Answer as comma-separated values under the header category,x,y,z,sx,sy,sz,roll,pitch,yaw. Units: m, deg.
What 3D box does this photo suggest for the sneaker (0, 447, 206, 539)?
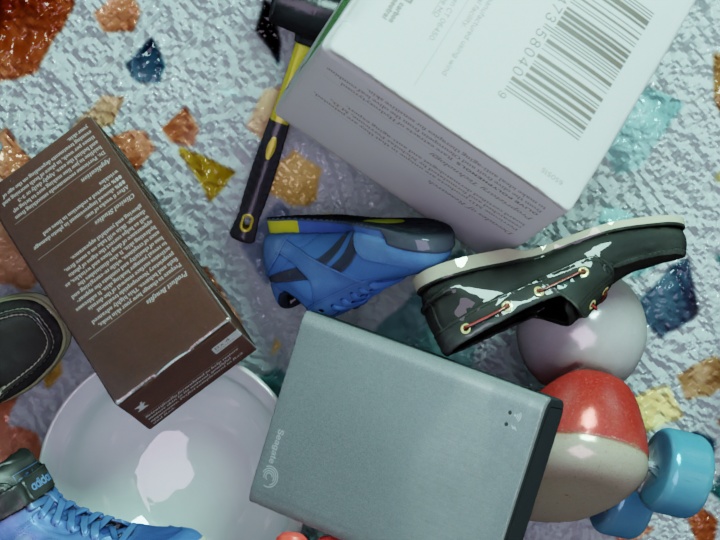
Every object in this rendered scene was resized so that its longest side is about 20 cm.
category,x,y,z,sx,sy,sz,roll,pitch,yaw
sneaker,-0.209,0.177,1.527,0.199,0.077,0.112,-12,96,17

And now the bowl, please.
category,x,y,z,sx,sy,sz,roll,pitch,yaw
bowl,-0.129,0.154,1.599,0.200,0.090,0.203,0,89,9

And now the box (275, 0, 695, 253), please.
category,x,y,z,sx,sy,sz,roll,pitch,yaw
box,0.084,-0.151,1.491,0.199,0.171,0.200,33,73,-4

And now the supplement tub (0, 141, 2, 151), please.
category,x,y,z,sx,sy,sz,roll,pitch,yaw
supplement tub,-0.348,-0.038,1.571,0.107,0.107,0.200,41,97,-6

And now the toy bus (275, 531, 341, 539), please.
category,x,y,z,sx,sy,sz,roll,pitch,yaw
toy bus,-0.070,0.276,1.486,0.199,0.136,0.193,2,74,1

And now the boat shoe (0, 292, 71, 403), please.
category,x,y,z,sx,sy,sz,roll,pitch,yaw
boat shoe,-0.296,0.082,1.581,0.200,0.066,0.072,-26,102,27

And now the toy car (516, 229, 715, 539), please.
category,x,y,z,sx,sy,sz,roll,pitch,yaw
toy car,0.150,0.073,1.585,0.183,0.177,0.201,14,70,-15

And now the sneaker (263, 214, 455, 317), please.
category,x,y,z,sx,sy,sz,roll,pitch,yaw
sneaker,0.000,0.000,1.544,0.066,0.200,0.079,-2,92,-36

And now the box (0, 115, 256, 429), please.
category,x,y,z,sx,sy,sz,roll,pitch,yaw
box,-0.170,0.000,1.547,0.100,0.075,0.200,-36,64,1

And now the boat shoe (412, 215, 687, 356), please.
category,x,y,z,sx,sy,sz,roll,pitch,yaw
boat shoe,0.137,0.009,1.500,0.200,0.074,0.063,-15,76,-17

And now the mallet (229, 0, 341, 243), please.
category,x,y,z,sx,sy,sz,roll,pitch,yaw
mallet,-0.066,-0.120,1.595,0.066,0.041,0.201,25,102,-5

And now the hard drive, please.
category,x,y,z,sx,sy,sz,roll,pitch,yaw
hard drive,0.028,0.123,1.478,0.199,0.033,0.140,19,93,31
